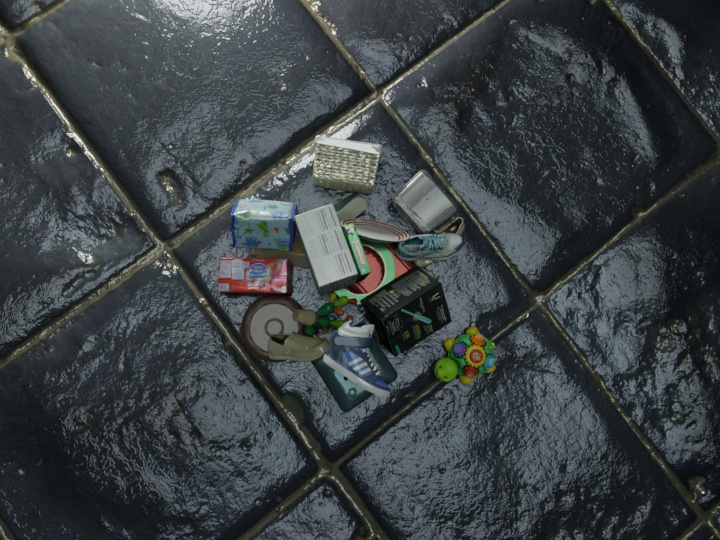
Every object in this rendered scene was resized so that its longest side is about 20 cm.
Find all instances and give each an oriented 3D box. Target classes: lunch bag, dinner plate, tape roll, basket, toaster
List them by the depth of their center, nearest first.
[{"bbox_3d":[-0.263,-0.139,1.598,0.169,0.200,0.128,4,119,-5],"label":"lunch bag"},{"bbox_3d":[0.040,-0.110,1.651,0.199,0.200,0.024,11,107,-2],"label":"dinner plate"},{"bbox_3d":[0.000,0.000,1.669,0.199,0.048,0.202,0,83,-4],"label":"tape roll"},{"bbox_3d":[-0.042,-0.305,1.692,0.199,0.136,0.124,8,86,-2],"label":"basket"},{"bbox_3d":[0.184,-0.200,1.705,0.129,0.114,0.200,-42,84,-4],"label":"toaster"}]

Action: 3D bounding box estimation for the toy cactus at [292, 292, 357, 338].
[{"bbox_3d":[-0.116,0.128,1.614,0.200,0.165,0.103,-39,53,33],"label":"toy cactus"}]

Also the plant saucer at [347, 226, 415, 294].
[{"bbox_3d":[0.049,-0.001,1.714,0.200,0.037,0.200,-42,87,-7],"label":"plant saucer"}]

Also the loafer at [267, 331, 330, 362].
[{"bbox_3d":[-0.175,0.206,1.588,0.199,0.076,0.069,-7,113,22],"label":"loafer"}]

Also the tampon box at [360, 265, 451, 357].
[{"bbox_3d":[0.129,0.112,1.620,0.199,0.126,0.150,-30,125,-15],"label":"tampon box"}]

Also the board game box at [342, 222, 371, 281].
[{"bbox_3d":[-0.016,-0.043,1.548,0.029,0.200,0.135,-18,86,-7],"label":"board game box"}]

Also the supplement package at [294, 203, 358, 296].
[{"bbox_3d":[-0.094,-0.051,1.557,0.110,0.156,0.201,-19,80,-7],"label":"supplement package"}]

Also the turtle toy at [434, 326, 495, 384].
[{"bbox_3d":[0.303,0.256,1.669,0.199,0.101,0.146,-26,86,-6],"label":"turtle toy"}]

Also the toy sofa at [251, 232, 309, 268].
[{"bbox_3d":[-0.213,-0.074,1.692,0.199,0.098,0.083,9,60,-2],"label":"toy sofa"}]

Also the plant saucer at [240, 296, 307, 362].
[{"bbox_3d":[-0.250,0.167,1.680,0.199,0.034,0.201,0,84,-2],"label":"plant saucer"}]

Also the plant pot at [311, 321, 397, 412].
[{"bbox_3d":[-0.015,0.272,1.599,0.196,0.200,0.196,-33,87,-6],"label":"plant pot"}]

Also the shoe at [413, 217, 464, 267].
[{"bbox_3d":[0.235,-0.088,1.725,0.200,0.053,0.070,-44,88,-7],"label":"shoe"}]

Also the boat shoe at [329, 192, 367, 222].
[{"bbox_3d":[-0.076,-0.168,1.723,0.199,0.073,0.062,-31,43,1],"label":"boat shoe"}]

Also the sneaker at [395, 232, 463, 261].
[{"bbox_3d":[0.200,-0.069,1.658,0.199,0.086,0.078,-11,75,5],"label":"sneaker"}]

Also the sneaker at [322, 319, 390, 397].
[{"bbox_3d":[0.018,0.214,1.465,0.199,0.081,0.147,31,87,6],"label":"sneaker"}]

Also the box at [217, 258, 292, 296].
[{"bbox_3d":[-0.298,0.020,1.652,0.199,0.095,0.100,0,82,3],"label":"box"}]
